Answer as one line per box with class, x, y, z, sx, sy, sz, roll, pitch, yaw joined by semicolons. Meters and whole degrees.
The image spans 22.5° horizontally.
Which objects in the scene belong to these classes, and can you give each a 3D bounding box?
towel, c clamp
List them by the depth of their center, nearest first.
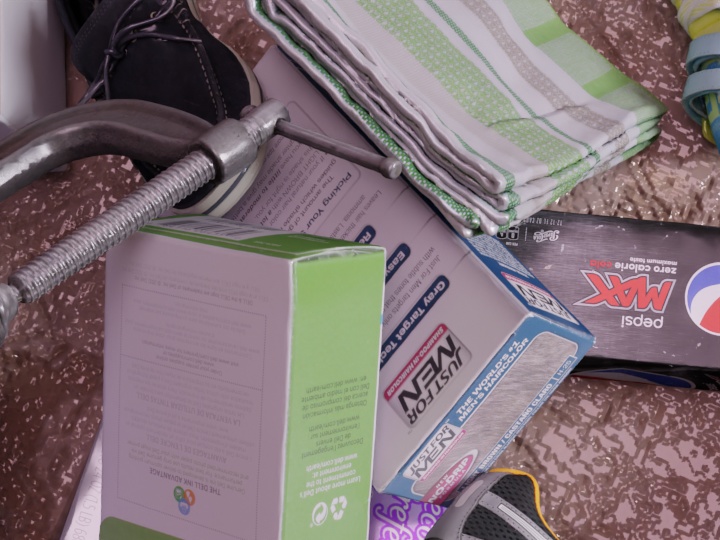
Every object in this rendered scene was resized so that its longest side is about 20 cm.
c clamp;-0.112;-0.025;0.711;0.200;0.027;0.171;-34;38;-29
towel;0.051;-0.095;0.804;0.149;0.200;0.031;46;123;10

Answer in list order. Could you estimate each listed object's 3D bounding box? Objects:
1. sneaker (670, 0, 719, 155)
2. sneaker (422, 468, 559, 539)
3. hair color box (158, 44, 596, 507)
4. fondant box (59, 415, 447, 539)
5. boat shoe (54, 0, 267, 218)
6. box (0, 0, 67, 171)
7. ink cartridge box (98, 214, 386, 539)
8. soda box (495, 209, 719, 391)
sneaker;0.164;-0.131;0.860;0.199;0.080;0.131;27;79;9
sneaker;0.098;0.163;0.770;0.200;0.078;0.077;46;61;-27
hair color box;0.000;0.000;0.797;0.100;0.060;0.200;-51;53;13
fondant box;-0.036;0.143;0.821;0.199;0.058;0.145;17;79;5
boat shoe;-0.099;-0.097;0.830;0.075;0.062;0.200;-44;46;20
box;-0.215;-0.149;0.867;0.124;0.097;0.201;-5;78;8
ink cartridge box;-0.052;0.083;0.739;0.104;0.059;0.201;10;102;38
soda box;0.127;0.015;0.837;0.199;0.063;0.071;6;79;5
